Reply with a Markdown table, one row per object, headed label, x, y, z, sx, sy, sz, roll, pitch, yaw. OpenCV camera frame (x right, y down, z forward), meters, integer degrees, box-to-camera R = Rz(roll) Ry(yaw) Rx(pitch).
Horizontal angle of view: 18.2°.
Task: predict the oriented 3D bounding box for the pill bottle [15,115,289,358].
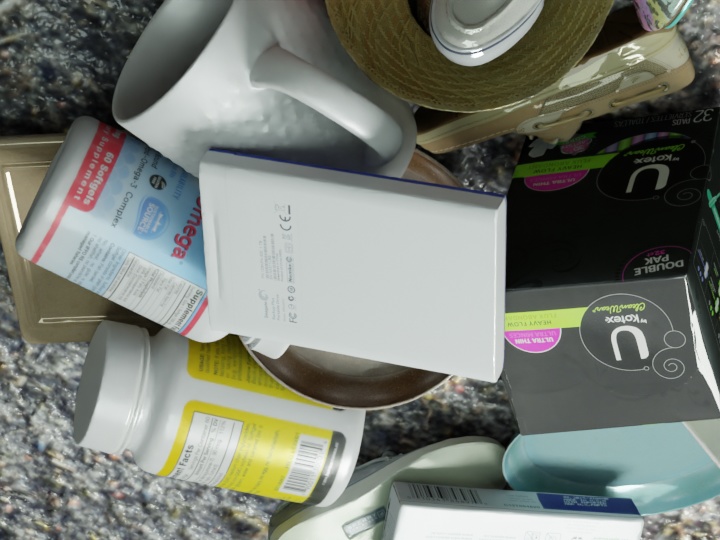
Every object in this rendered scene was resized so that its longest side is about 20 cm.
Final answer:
| label | x | y | z | sx | sy | sz | roll | pitch | yaw |
| --- | --- | --- | --- | --- | --- | --- | --- | --- | --- |
| pill bottle | -0.130 | -0.018 | 1.562 | 0.200 | 0.109 | 0.109 | 26 | 123 | -10 |

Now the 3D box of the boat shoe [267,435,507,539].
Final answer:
| label | x | y | z | sx | sy | sz | roll | pitch | yaw |
| --- | --- | --- | --- | --- | --- | --- | --- | --- | --- |
| boat shoe | 0.018 | 0.172 | 1.753 | 0.200 | 0.072 | 0.070 | -23 | 116 | -3 |

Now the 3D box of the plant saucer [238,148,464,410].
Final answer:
| label | x | y | z | sx | sy | sz | roll | pitch | yaw |
| --- | --- | --- | --- | --- | --- | --- | --- | --- | --- |
| plant saucer | 0.000 | 0.000 | 1.626 | 0.200 | 0.032 | 0.201 | 1 | 101 | 7 |

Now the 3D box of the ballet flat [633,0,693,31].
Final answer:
| label | x | y | z | sx | sy | sz | roll | pitch | yaw |
| --- | --- | --- | --- | --- | --- | --- | --- | --- | --- |
| ballet flat | 0.209 | -0.248 | 1.440 | 0.071 | 0.069 | 0.200 | 11 | 122 | -31 |

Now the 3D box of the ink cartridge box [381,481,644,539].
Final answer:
| label | x | y | z | sx | sy | sz | roll | pitch | yaw |
| --- | --- | --- | --- | --- | --- | --- | --- | --- | --- |
| ink cartridge box | 0.105 | 0.265 | 1.749 | 0.199 | 0.041 | 0.201 | 6 | 112 | -12 |

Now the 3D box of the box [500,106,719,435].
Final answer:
| label | x | y | z | sx | sy | sz | roll | pitch | yaw |
| --- | --- | --- | --- | --- | --- | --- | --- | --- | --- |
| box | 0.178 | -0.001 | 1.530 | 0.148 | 0.200 | 0.125 | -6 | 125 | 22 |

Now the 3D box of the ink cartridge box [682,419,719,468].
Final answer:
| label | x | y | z | sx | sy | sz | roll | pitch | yaw |
| --- | --- | --- | --- | --- | --- | --- | --- | --- | --- |
| ink cartridge box | 0.334 | 0.123 | 1.577 | 0.145 | 0.147 | 0.200 | -41 | 141 | 4 |

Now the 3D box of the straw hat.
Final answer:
| label | x | y | z | sx | sy | sz | roll | pitch | yaw |
| --- | --- | --- | --- | --- | --- | --- | --- | --- | --- |
| straw hat | 0.079 | -0.184 | 1.488 | 0.200 | 0.202 | 0.085 | 0 | 165 | 6 |

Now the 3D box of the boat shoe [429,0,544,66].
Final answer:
| label | x | y | z | sx | sy | sz | roll | pitch | yaw |
| --- | --- | --- | --- | --- | --- | --- | --- | --- | --- |
| boat shoe | 0.106 | -0.222 | 1.413 | 0.071 | 0.070 | 0.200 | 34 | 83 | 14 |

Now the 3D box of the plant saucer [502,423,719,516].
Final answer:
| label | x | y | z | sx | sy | sz | roll | pitch | yaw |
| --- | --- | --- | --- | --- | --- | --- | --- | --- | --- |
| plant saucer | 0.206 | 0.131 | 1.700 | 0.199 | 0.027 | 0.200 | -1 | 148 | -1 |

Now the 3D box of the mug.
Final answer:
| label | x | y | z | sx | sy | sz | roll | pitch | yaw |
| --- | --- | --- | --- | --- | --- | --- | --- | --- | --- |
| mug | -0.044 | -0.110 | 1.496 | 0.175 | 0.200 | 0.148 | 35 | 81 | -23 |

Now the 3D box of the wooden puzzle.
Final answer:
| label | x | y | z | sx | sy | sz | roll | pitch | yaw |
| --- | --- | --- | --- | --- | --- | --- | --- | --- | --- |
| wooden puzzle | -0.174 | -0.028 | 1.660 | 0.184 | 0.037 | 0.200 | -2 | 129 | 6 |

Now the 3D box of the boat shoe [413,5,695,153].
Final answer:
| label | x | y | z | sx | sy | sz | roll | pitch | yaw |
| --- | --- | --- | --- | --- | --- | --- | --- | --- | --- |
| boat shoe | 0.131 | -0.117 | 1.545 | 0.200 | 0.071 | 0.065 | -20 | 120 | 16 |

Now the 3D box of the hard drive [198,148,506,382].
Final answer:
| label | x | y | z | sx | sy | sz | roll | pitch | yaw |
| --- | --- | --- | --- | --- | --- | --- | --- | --- | --- |
| hard drive | -0.005 | -0.004 | 1.452 | 0.199 | 0.025 | 0.132 | 10 | 124 | 17 |

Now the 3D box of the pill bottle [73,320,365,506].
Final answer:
| label | x | y | z | sx | sy | sz | roll | pitch | yaw |
| --- | --- | --- | --- | --- | --- | --- | --- | --- | --- |
| pill bottle | -0.106 | 0.103 | 1.676 | 0.199 | 0.114 | 0.114 | 13 | 125 | -15 |
